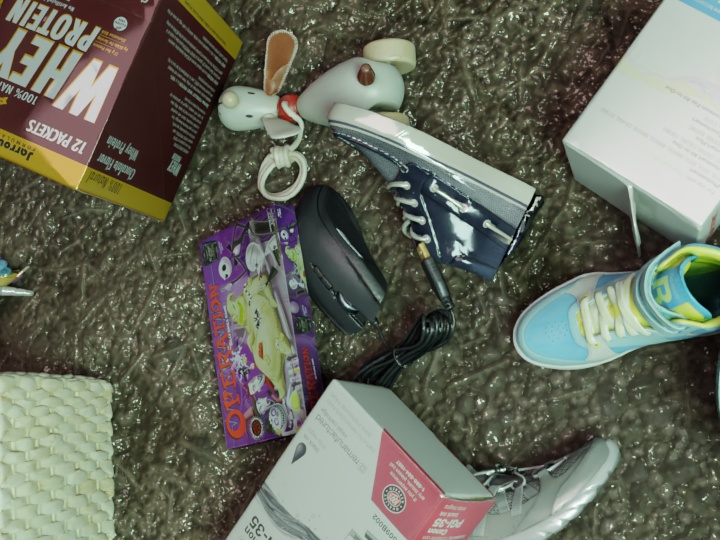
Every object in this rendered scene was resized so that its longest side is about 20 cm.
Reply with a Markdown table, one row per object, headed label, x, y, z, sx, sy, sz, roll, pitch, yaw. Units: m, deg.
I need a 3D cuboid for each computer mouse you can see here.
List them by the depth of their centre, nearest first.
| label | x | y | z | sx | sy | sz | roll | pitch | yaw |
| --- | --- | --- | --- | --- | --- | --- | --- | --- | --- |
| computer mouse | 0.000 | 0.000 | 0.827 | 0.140 | 0.046 | 0.200 | -37 | 70 | 40 |

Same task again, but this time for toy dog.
| label | x | y | z | sx | sy | sz | roll | pitch | yaw |
| --- | --- | --- | --- | --- | --- | --- | --- | --- | --- |
| toy dog | -0.042 | -0.159 | 0.870 | 0.200 | 0.096 | 0.132 | -24 | 74 | 13 |

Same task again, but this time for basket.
| label | x | y | z | sx | sy | sz | roll | pitch | yaw |
| --- | --- | --- | --- | --- | --- | --- | --- | --- | --- |
| basket | -0.337 | 0.188 | 0.855 | 0.161 | 0.200 | 0.199 | -7 | 79 | 15 |

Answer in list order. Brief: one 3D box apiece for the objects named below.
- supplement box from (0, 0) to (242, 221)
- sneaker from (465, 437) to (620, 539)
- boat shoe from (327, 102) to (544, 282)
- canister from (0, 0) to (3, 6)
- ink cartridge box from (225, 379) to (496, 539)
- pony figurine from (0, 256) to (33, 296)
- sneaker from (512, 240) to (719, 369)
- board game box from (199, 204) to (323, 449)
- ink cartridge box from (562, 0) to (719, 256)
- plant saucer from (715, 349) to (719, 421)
| label | x | y | z | sx | sy | sz | roll | pitch | yaw |
| --- | --- | --- | --- | --- | --- | --- | --- | --- | --- |
| supplement box | -0.231 | -0.171 | 0.871 | 0.133 | 0.197 | 0.200 | 23 | 89 | 10 |
| sneaker | 0.117 | 0.187 | 0.773 | 0.200 | 0.075 | 0.082 | -35 | 74 | 10 |
| boat shoe | 0.051 | -0.063 | 0.811 | 0.200 | 0.075 | 0.093 | 25 | 93 | -4 |
| canister | -0.288 | -0.332 | 0.970 | 0.200 | 0.087 | 0.149 | -47 | 49 | 8 |
| ink cartridge box | -0.010 | 0.212 | 0.773 | 0.147 | 0.083 | 0.200 | 42 | 105 | 36 |
| pony figurine | -0.460 | 0.026 | 0.962 | 0.193 | 0.167 | 0.200 | 40 | 91 | -13 |
| sneaker | 0.208 | 0.026 | 0.742 | 0.200 | 0.131 | 0.080 | -18 | 77 | 15 |
| board game box | -0.091 | 0.053 | 0.861 | 0.120 | 0.032 | 0.200 | -24 | 72 | 47 |
| ink cartridge box | 0.256 | -0.113 | 0.750 | 0.125 | 0.129 | 0.200 | 38 | 93 | 20 |
| plant saucer | 0.338 | 0.069 | 0.696 | 0.200 | 0.027 | 0.201 | -3 | 100 | -18 |
